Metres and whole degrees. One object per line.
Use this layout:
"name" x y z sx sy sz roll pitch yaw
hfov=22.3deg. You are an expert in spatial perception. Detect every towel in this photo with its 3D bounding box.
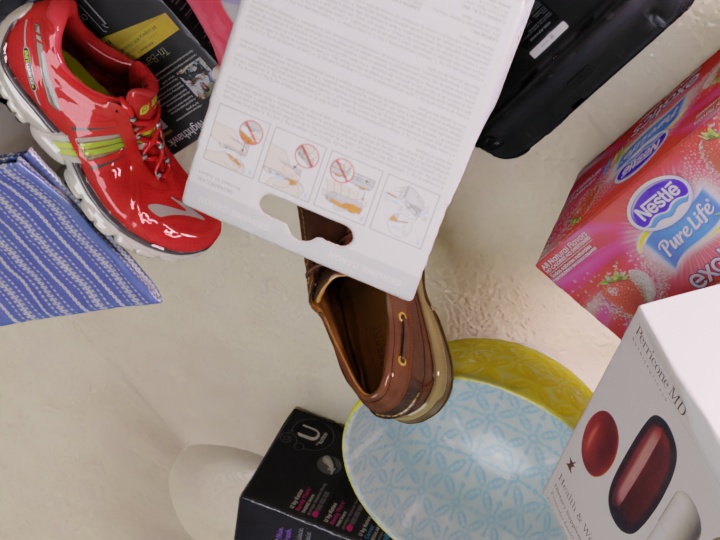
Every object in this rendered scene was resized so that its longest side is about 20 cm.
"towel" -0.241 -0.016 1.256 0.199 0.024 0.145 -8 132 46

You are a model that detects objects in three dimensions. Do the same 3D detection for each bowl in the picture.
"bowl" 0.098 0.113 1.262 0.199 0.108 0.201 14 133 16

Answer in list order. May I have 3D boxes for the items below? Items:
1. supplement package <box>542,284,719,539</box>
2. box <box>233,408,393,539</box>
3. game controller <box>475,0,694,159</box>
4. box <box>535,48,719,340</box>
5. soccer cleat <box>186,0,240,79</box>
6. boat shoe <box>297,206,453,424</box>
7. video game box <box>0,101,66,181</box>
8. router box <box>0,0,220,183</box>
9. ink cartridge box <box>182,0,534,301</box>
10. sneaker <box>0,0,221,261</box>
"supplement package" 0.230 0.136 1.053 0.192 0.146 0.201 62 152 31
"box" 0.012 0.211 1.391 0.199 0.106 0.123 21 132 11
"game controller" 0.109 -0.148 1.088 0.104 0.042 0.200 49 133 1
"box" 0.206 -0.051 1.071 0.095 0.100 0.200 39 135 -9
"soccer cleat" -0.078 -0.187 1.135 0.067 0.076 0.201 -10 107 59
"boat shoe" 0.000 0.001 1.175 0.072 0.067 0.201 -29 67 27
"video game box" -0.306 -0.082 1.287 0.199 0.047 0.182 34 151 -1
"router box" -0.175 -0.142 1.221 0.199 0.052 0.157 -26 114 40
"ink cartridge box" -0.004 -0.103 1.085 0.159 0.047 0.201 23 115 7
"sneaker" -0.153 -0.089 1.169 0.085 0.077 0.200 -27 114 34
